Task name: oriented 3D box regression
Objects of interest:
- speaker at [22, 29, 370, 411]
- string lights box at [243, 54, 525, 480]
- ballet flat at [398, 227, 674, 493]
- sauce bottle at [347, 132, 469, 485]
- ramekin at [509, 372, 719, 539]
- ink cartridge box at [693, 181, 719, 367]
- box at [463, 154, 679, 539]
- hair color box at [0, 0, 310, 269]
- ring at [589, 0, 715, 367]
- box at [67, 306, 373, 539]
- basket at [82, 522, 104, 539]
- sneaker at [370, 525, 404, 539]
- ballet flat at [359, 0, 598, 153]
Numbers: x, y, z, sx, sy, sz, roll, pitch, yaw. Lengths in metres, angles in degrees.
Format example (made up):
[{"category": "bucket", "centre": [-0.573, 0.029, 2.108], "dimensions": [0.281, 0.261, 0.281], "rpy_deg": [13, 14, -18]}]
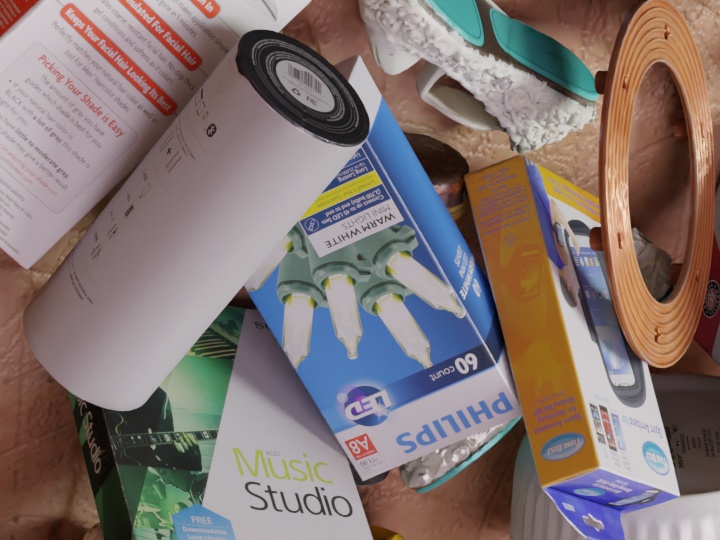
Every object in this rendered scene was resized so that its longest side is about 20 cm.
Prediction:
[{"category": "speaker", "centre": [-0.085, -0.022, 1.450], "dimensions": [0.081, 0.081, 0.200], "rpy_deg": [20, 124, -35]}, {"category": "string lights box", "centre": [0.000, 0.000, 1.526], "dimensions": [0.103, 0.059, 0.200], "rpy_deg": [-24, 110, 20]}, {"category": "ballet flat", "centre": [0.089, 0.041, 1.663], "dimensions": [0.200, 0.072, 0.072], "rpy_deg": [-39, 129, -5]}, {"category": "sauce bottle", "centre": [0.013, 0.024, 1.607], "dimensions": [0.066, 0.066, 0.200], "rpy_deg": [-4, 123, -25]}, {"category": "ramekin", "centre": [0.179, 0.139, 1.684], "dimensions": [0.200, 0.200, 0.105], "rpy_deg": [-13, 114, -20]}, {"category": "ink cartridge box", "centre": [0.303, 0.018, 1.661], "dimensions": [0.144, 0.200, 0.146], "rpy_deg": [2, 119, -28]}, {"category": "box", "centre": [0.117, 0.047, 1.560], "dimensions": [0.041, 0.201, 0.119], "rpy_deg": [-22, 160, 21]}, {"category": "hair color box", "centre": [-0.136, -0.111, 1.445], "dimensions": [0.200, 0.064, 0.111], "rpy_deg": [-42, 129, 4]}, {"category": "ring", "centre": [0.157, -0.048, 1.580], "dimensions": [0.019, 0.201, 0.201], "rpy_deg": [0, 132, 24]}, {"category": "box", "centre": [-0.074, 0.100, 1.523], "dimensions": [0.144, 0.200, 0.036], "rpy_deg": [7, 135, -31]}, {"category": "basket", "centre": [-0.088, 0.264, 1.548], "dimensions": [0.198, 0.161, 0.200], "rpy_deg": [19, 111, -24]}, {"category": "sneaker", "centre": [-0.062, 0.165, 1.662], "dimensions": [0.200, 0.078, 0.082], "rpy_deg": [13, 90, -31]}, {"category": "ballet flat", "centre": [0.046, -0.116, 1.522], "dimensions": [0.200, 0.072, 0.072], "rpy_deg": [34, 101, -39]}]
